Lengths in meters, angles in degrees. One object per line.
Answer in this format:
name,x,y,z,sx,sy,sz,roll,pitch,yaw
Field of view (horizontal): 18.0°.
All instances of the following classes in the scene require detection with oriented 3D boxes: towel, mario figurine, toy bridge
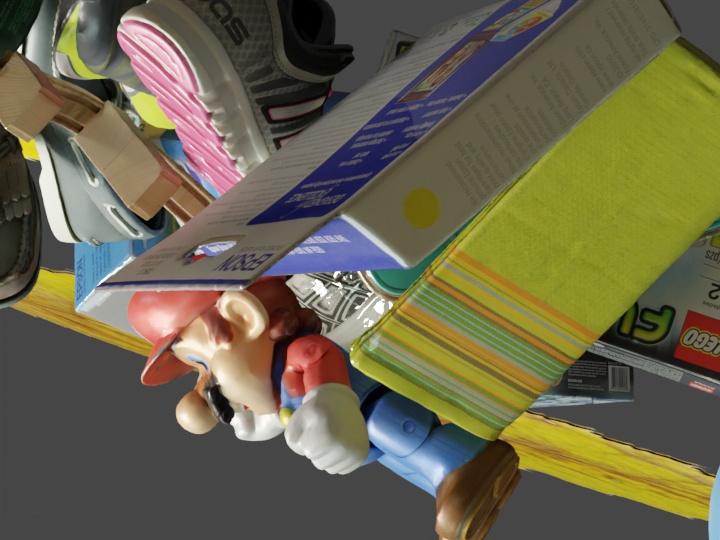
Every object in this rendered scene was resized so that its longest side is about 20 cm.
towel,0.087,-0.011,0.952,0.086,0.200,0.018,30,-153,-27
mario figurine,-0.029,0.071,1.053,0.199,0.106,0.124,33,135,15
toy bridge,-0.111,-0.053,1.066,0.200,0.027,0.067,37,-171,-48

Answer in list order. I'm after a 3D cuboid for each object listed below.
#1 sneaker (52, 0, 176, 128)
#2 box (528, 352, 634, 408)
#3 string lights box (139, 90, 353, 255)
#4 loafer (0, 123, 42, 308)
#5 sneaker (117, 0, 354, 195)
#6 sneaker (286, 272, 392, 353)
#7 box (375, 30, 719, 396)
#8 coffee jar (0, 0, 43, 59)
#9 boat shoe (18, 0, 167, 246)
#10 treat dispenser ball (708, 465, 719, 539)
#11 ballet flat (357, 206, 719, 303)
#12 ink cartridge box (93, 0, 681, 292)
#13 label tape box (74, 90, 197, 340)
sneaker,-0.083,-0.112,1.077,0.080,0.074,0.200,10,176,18
box,0.044,0.055,1.284,0.136,0.040,0.199,-7,171,40
string lights box,-0.029,-0.044,1.238,0.199,0.059,0.103,11,139,46
loafer,-0.214,-0.078,1.185,0.071,0.201,0.063,-13,156,-11
sneaker,-0.038,-0.079,1.028,0.074,0.087,0.200,38,168,30
sneaker,0.000,0.000,1.133,0.199,0.088,0.075,-22,178,32
box,0.091,-0.026,1.042,0.199,0.111,0.035,18,171,7
coffee jar,-0.231,-0.161,1.008,0.104,0.086,0.200,18,172,29
boat shoe,-0.142,-0.085,1.212,0.061,0.073,0.201,9,142,11
treat dispenser ball,0.310,0.156,1.367,0.200,0.202,0.201,19,171,3
ballet flat,0.092,-0.036,0.989,0.199,0.071,0.065,-12,-171,7
ink cartridge box,0.006,-0.039,0.904,0.047,0.200,0.197,52,163,-13
label tape box,-0.080,-0.009,1.403,0.199,0.144,0.066,27,128,-33
